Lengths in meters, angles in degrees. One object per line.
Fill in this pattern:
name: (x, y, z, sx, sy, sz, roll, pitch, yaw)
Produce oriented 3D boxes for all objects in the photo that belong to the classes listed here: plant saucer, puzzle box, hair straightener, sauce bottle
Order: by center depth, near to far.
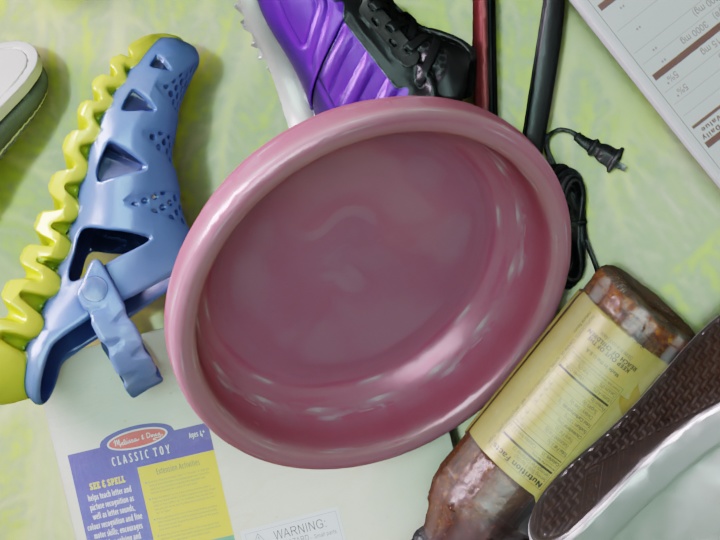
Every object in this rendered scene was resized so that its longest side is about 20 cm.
plant saucer: (0.000, 0.000, 1.316, 0.199, 0.051, 0.201, -13, 128, -16)
sauce bottle: (0.078, 0.091, 1.346, 0.066, 0.066, 0.200, 40, 102, 5)
hair straightener: (0.092, -0.046, 1.378, 0.076, 0.041, 0.201, 1, 89, 7)
puzzle box: (-0.054, 0.085, 1.406, 0.199, 0.025, 0.134, -13, 89, 7)

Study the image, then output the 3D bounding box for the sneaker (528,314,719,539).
sneaker: (0.175, 0.079, 1.295, 0.200, 0.073, 0.085, -42, 114, 15)

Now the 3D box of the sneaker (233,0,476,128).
sneaker: (0.006, -0.106, 1.366, 0.099, 0.070, 0.201, -15, 98, 21)

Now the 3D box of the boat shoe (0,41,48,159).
boat shoe: (-0.226, -0.033, 1.419, 0.200, 0.073, 0.062, -44, 129, -1)

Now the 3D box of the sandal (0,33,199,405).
sandal: (-0.116, -0.018, 1.380, 0.087, 0.079, 0.201, 20, 85, 5)

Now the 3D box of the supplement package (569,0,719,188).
supplement package: (0.156, -0.146, 1.308, 0.117, 0.117, 0.200, -38, 102, 7)
